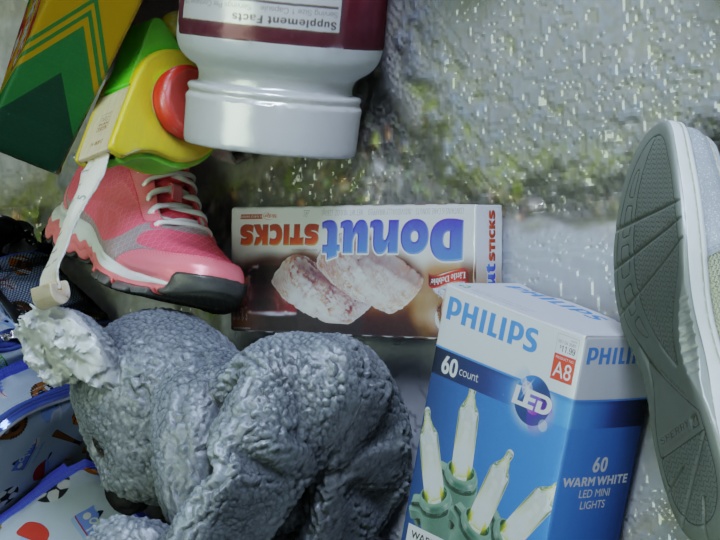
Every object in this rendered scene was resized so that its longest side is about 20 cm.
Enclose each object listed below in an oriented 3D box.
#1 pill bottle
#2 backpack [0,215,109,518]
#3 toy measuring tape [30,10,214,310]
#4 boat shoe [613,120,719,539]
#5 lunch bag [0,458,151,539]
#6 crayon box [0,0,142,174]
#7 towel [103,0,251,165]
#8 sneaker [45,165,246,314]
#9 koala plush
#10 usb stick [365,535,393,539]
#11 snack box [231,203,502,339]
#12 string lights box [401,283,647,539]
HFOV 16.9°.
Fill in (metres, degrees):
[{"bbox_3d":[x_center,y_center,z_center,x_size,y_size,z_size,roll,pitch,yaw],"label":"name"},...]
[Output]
[{"bbox_3d":[-0.039,-0.165,1.312,0.114,0.114,0.201,14,101,46],"label":"pill bottle"},{"bbox_3d":[-0.257,0.086,1.491,0.154,0.190,0.201,42,119,31],"label":"backpack"},{"bbox_3d":[-0.122,-0.056,1.362,0.073,0.073,0.201,-10,54,46],"label":"toy measuring tape"},{"bbox_3d":[0.168,0.028,1.139,0.074,0.064,0.203,135,128,-60],"label":"boat shoe"},{"bbox_3d":[-0.172,0.238,1.458,0.170,0.124,0.200,44,107,37],"label":"lunch bag"},{"bbox_3d":[-0.150,-0.169,1.377,0.127,0.051,0.200,-83,19,-48],"label":"crayon box"},{"bbox_3d":[-0.094,-0.175,1.430,0.132,0.034,0.201,25,110,45],"label":"towel"},{"bbox_3d":[-0.125,-0.034,1.422,0.200,0.073,0.087,27,101,56],"label":"sneaker"},{"bbox_3d":[-0.087,0.085,1.339,0.200,0.177,0.184,35,104,41],"label":"koala plush"},{"bbox_3d":[-0.021,0.233,1.321,0.201,0.055,0.033,-62,36,15],"label":"usb stick"},{"bbox_3d":[0.000,0.000,1.336,0.199,0.024,0.072,1,90,47],"label":"snack box"},{"bbox_3d":[0.079,0.116,1.228,0.103,0.059,0.201,20,105,46],"label":"string lights box"}]
